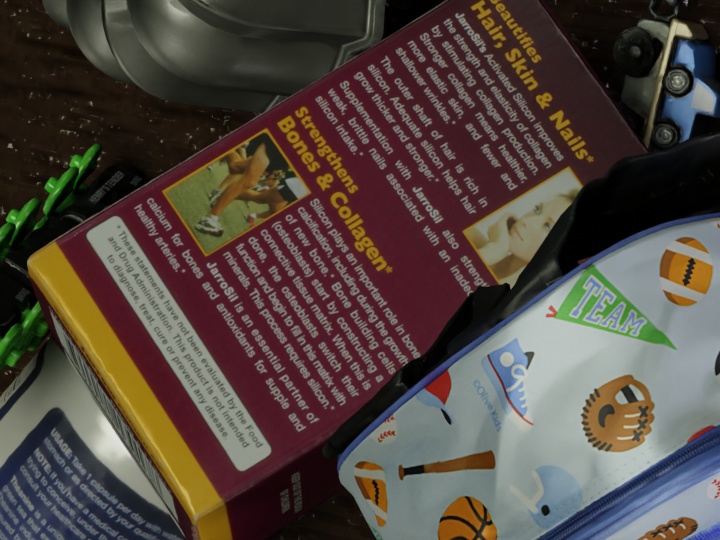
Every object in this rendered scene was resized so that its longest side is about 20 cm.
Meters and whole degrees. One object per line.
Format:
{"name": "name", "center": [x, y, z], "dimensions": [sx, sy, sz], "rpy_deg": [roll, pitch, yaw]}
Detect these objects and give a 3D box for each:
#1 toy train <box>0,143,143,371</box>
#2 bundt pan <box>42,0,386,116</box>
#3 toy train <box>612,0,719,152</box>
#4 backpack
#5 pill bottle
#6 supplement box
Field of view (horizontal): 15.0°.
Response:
{"name": "toy train", "center": [-0.125, 0.006, 1.028], "dimensions": [0.042, 0.200, 0.056], "rpy_deg": [33, 115, 1]}
{"name": "bundt pan", "center": [-0.066, -0.154, 1.011], "dimensions": [0.202, 0.076, 0.202], "rpy_deg": [12, 105, 52]}
{"name": "toy train", "center": [0.127, -0.122, 0.977], "dimensions": [0.046, 0.034, 0.201], "rpy_deg": [16, 98, 16]}
{"name": "backpack", "center": [0.094, 0.059, 0.835], "dimensions": [0.200, 0.190, 0.154], "rpy_deg": [-48, 58, 33]}
{"name": "pill bottle", "center": [-0.096, 0.083, 1.056], "dimensions": [0.200, 0.111, 0.111], "rpy_deg": [-48, 70, 21]}
{"name": "supplement box", "center": [0.000, 0.000, 0.944], "dimensions": [0.200, 0.086, 0.110], "rpy_deg": [-32, 74, -10]}
